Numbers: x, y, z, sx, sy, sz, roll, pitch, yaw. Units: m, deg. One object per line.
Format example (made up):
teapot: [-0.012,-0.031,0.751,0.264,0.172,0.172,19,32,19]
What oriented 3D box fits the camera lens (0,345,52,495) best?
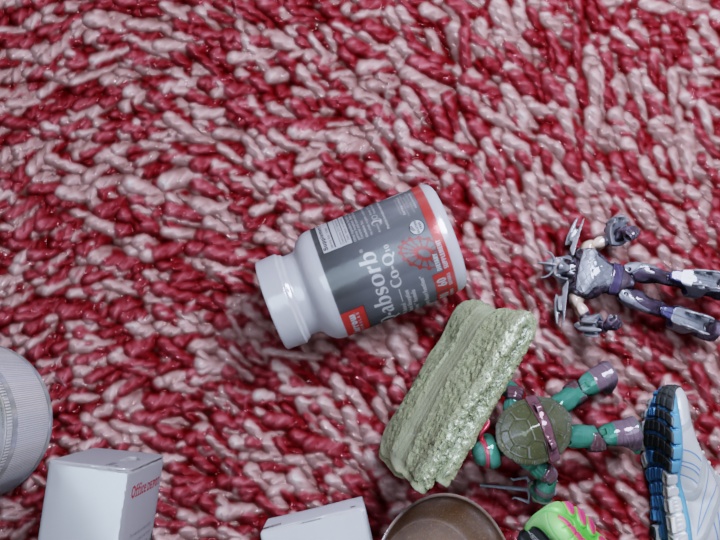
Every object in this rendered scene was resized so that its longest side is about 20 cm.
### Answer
camera lens: [-0.401,0.150,0.932,0.157,0.200,0.163,0,85,0]

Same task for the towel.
towel: [0.091,0.119,0.952,0.036,0.148,0.202,36,82,-17]

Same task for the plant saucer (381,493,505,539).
plant saucer: [0.076,0.326,0.955,0.198,0.036,0.204,11,73,-36]

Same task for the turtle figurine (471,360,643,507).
turtle figurine: [0.180,0.167,0.980,0.197,0.101,0.152,-16,85,-7]

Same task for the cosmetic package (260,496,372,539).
cosmetic package: [-0.028,0.344,0.973,0.111,0.081,0.204,-10,84,-1]

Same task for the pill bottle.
pill bottle: [0.000,0.000,0.983,0.197,0.116,0.118,-22,85,-1]

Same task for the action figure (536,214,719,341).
action figure: [0.282,0.012,1.004,0.196,0.069,0.133,14,90,5]

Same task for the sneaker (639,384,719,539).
sneaker: [0.343,0.217,0.991,0.085,0.075,0.204,-6,92,-8]

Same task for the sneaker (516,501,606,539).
sneaker: [0.236,0.326,0.985,0.083,0.077,0.201,-36,93,32]

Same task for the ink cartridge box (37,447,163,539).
ink cartridge box: [-0.261,0.285,0.947,0.083,0.145,0.204,7,85,2]
